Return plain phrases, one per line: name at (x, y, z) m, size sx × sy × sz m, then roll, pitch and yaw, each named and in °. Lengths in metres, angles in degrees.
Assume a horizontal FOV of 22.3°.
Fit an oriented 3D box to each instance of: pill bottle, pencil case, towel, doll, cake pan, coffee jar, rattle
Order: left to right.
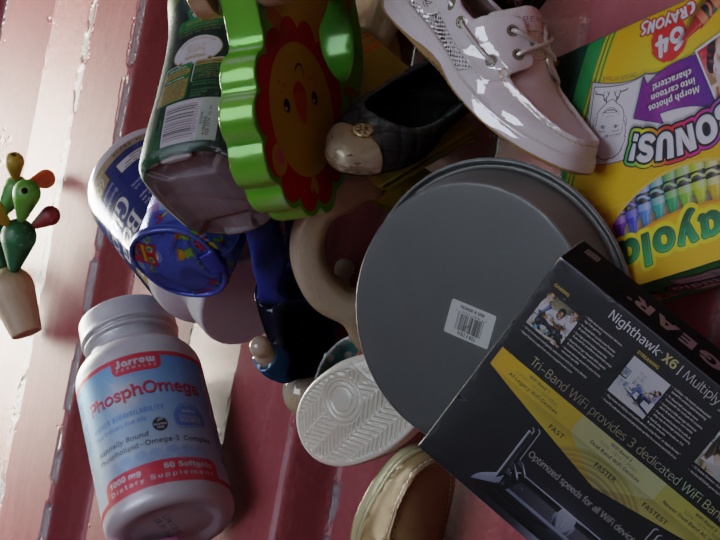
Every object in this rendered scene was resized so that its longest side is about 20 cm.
pill bottle at (-0.175, 0.124, 1.500) m, size 0.109 × 0.109 × 0.200 m, roll -41°, pitch 52°, yaw 34°
pill bottle at (-0.138, -0.027, 1.496) m, size 0.200 × 0.111 × 0.111 m, roll 46°, pitch 114°, yaw 45°
pencil case at (-0.106, -0.076, 1.402) m, size 0.087 × 0.078 × 0.200 m, roll -3°, pitch 50°, yaw 32°
coffee jar at (-0.096, -0.133, 1.297) m, size 0.085 × 0.104 × 0.200 m, roll -11°, pitch 53°, yaw 24°
doll at (-0.048, 0.020, 1.374) m, size 0.048 × 0.136 × 0.201 m, roll 6°, pitch 116°, yaw 32°
towel at (-0.003, -0.128, 1.336) m, size 0.086 × 0.018 × 0.200 m, roll -33°, pitch 47°, yaw -14°
rattle at (0.000, 0.000, 1.367) m, size 0.143 × 0.130 × 0.201 m, roll -135°, pitch 39°, yaw -57°
cake pan at (0.079, 0.028, 1.173) m, size 0.200 × 0.037 × 0.201 m, roll 5°, pitch 99°, yaw 32°

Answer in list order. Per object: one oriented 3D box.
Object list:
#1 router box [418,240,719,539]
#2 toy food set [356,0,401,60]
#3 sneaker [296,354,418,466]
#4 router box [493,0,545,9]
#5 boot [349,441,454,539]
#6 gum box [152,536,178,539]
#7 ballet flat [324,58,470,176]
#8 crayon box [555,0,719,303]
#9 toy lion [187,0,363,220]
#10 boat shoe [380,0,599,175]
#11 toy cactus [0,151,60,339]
router box at (0.158, 0.106, 1.089) m, size 0.200 × 0.052 × 0.157 m, roll 40°, pitch 115°, yaw 10°
toy food set at (-0.018, -0.222, 1.460) m, size 0.200 × 0.049 × 0.198 m, roll 35°, pitch 106°, yaw 48°
sneaker at (0.045, 0.076, 1.273) m, size 0.200 × 0.084 × 0.075 m, roll -31°, pitch 78°, yaw 31°
router box at (0.106, -0.279, 1.254) m, size 0.200 × 0.150 × 0.062 m, roll -53°, pitch 45°, yaw 25°
boot at (0.052, 0.233, 1.236) m, size 0.155 × 0.073 × 0.201 m, roll 29°, pitch 103°, yaw 49°
gum box at (-0.160, 0.318, 1.435) m, size 0.114 × 0.066 × 0.200 m, roll 112°, pitch 144°, yaw -45°
ballet flat at (0.048, -0.126, 1.258) m, size 0.066 × 0.200 × 0.057 m, roll 39°, pitch 145°, yaw 23°
crayon box at (0.215, -0.079, 1.143) m, size 0.200 × 0.058 × 0.173 m, roll -21°, pitch 65°, yaw 45°
toy lion at (-0.045, -0.136, 1.244) m, size 0.068 × 0.200 × 0.192 m, roll -7°, pitch 105°, yaw 24°
boat shoe at (0.092, -0.143, 1.187) m, size 0.200 × 0.071 × 0.069 m, roll 48°, pitch 114°, yaw 27°
toy cactus at (-0.345, -0.015, 1.769) m, size 0.200 × 0.102 × 0.165 m, roll -28°, pitch 78°, yaw 39°
